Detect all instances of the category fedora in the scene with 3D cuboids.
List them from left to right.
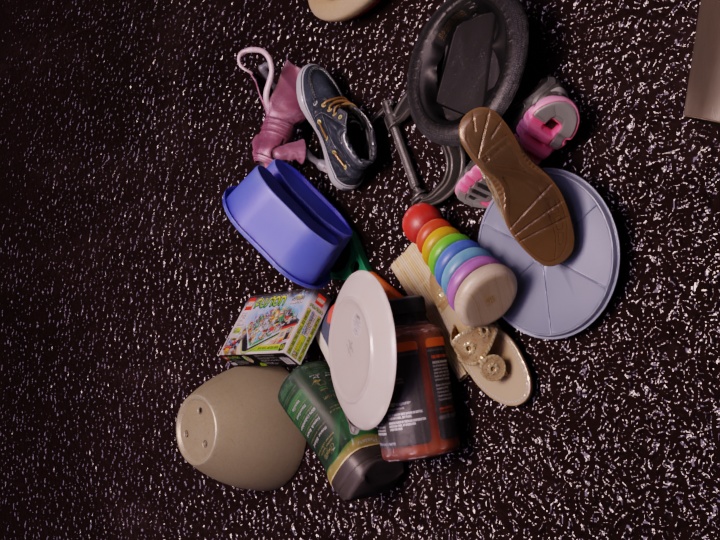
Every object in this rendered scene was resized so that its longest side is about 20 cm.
[{"bbox_3d":[0.151,-0.249,1.145,0.198,0.091,0.206,-10,75,40],"label":"fedora"}]

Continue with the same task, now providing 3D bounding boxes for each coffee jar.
[{"bbox_3d":[-0.027,0.224,1.258,0.201,0.103,0.086,52,121,34],"label":"coffee jar"}]

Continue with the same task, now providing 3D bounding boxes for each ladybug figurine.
[{"bbox_3d":[0.004,-0.441,1.316,0.198,0.071,0.139,-32,65,37],"label":"ladybug figurine"}]

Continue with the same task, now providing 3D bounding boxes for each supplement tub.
[{"bbox_3d":[0.065,0.138,1.171,0.106,0.106,0.205,-14,81,41],"label":"supplement tub"}]

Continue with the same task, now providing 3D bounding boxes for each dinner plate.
[{"bbox_3d":[-0.006,0.102,1.166,0.199,0.024,0.206,-5,84,64],"label":"dinner plate"}]

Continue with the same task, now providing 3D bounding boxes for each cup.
[{"bbox_3d":[-0.197,0.241,1.390,0.197,0.142,0.206,-5,82,42],"label":"cup"}]

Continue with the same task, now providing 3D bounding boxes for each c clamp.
[{"bbox_3d":[0.077,-0.169,1.249,0.171,0.027,0.203,-48,53,40],"label":"c clamp"}]

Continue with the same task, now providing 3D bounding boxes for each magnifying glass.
[{"bbox_3d":[0.000,0.000,1.314,0.200,0.022,0.081,41,113,40],"label":"magnifying glass"}]

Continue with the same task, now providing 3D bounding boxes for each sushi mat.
[{"bbox_3d":[0.114,0.041,1.206,0.096,0.012,0.202,-48,56,28],"label":"sushi mat"}]

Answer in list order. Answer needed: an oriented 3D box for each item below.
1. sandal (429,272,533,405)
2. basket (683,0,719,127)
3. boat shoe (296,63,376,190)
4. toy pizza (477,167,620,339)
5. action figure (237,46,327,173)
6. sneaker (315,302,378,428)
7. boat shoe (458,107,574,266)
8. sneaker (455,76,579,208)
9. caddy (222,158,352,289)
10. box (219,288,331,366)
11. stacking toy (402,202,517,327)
[{"bbox_3d":[0.130,0.079,1.129,0.078,0.069,0.214,-46,57,30],"label":"sandal"},{"bbox_3d":[0.402,-0.237,0.887,0.179,0.134,0.205,24,106,45],"label":"basket"},{"bbox_3d":[-0.029,-0.225,1.310,0.091,0.070,0.204,-42,67,59],"label":"boat shoe"},{"bbox_3d":[0.225,-0.020,1.088,0.197,0.031,0.206,5,97,44],"label":"toy pizza"},{"bbox_3d":[-0.121,-0.217,1.371,0.132,0.148,0.205,5,75,37],"label":"action figure"},{"bbox_3d":[0.003,0.122,1.255,0.201,0.074,0.085,56,131,31],"label":"sneaker"},{"bbox_3d":[0.184,-0.100,1.049,0.072,0.063,0.203,-29,92,12],"label":"boat shoe"},{"bbox_3d":[0.191,-0.160,1.127,0.200,0.078,0.097,-43,31,36],"label":"sneaker"},{"bbox_3d":[-0.108,-0.062,1.294,0.200,0.141,0.105,44,113,3],"label":"caddy"},{"bbox_3d":[-0.131,0.087,1.357,0.198,0.035,0.112,-10,49,53],"label":"box"},{"bbox_3d":[0.110,-0.021,1.132,0.086,0.084,0.201,-59,41,21],"label":"stacking toy"}]
